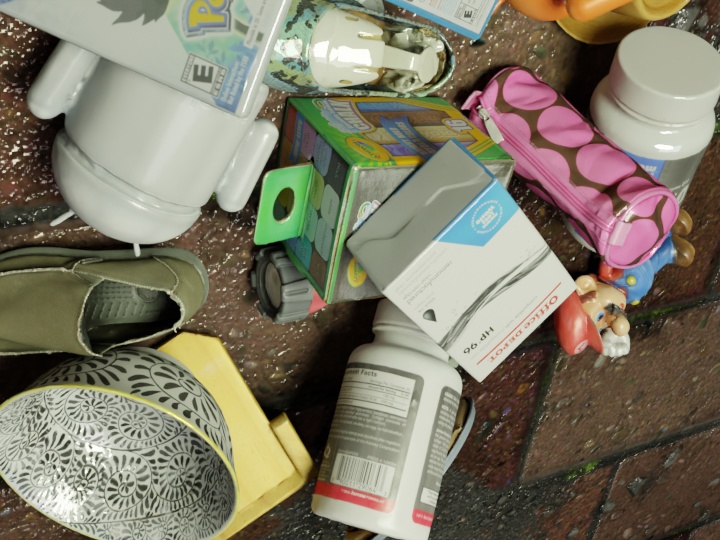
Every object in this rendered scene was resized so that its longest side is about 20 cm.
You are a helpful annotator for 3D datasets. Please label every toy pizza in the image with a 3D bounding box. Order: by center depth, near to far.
[{"bbox_3d":[0.045,0.203,0.957,0.032,0.200,0.201,40,97,-2],"label":"toy pizza"}]

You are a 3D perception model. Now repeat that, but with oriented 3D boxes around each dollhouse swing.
[{"bbox_3d":[-0.167,0.172,0.871,0.198,0.177,0.182,-33,175,-8],"label":"dollhouse swing"}]

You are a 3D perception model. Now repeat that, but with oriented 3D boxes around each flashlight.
[{"bbox_3d":[0.000,0.000,0.839,0.197,0.068,0.069,-10,132,-34],"label":"flashlight"}]

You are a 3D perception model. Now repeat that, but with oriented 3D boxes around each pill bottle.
[{"bbox_3d":[0.031,0.133,0.834,0.110,0.110,0.203,29,70,-43],"label":"pill bottle"},{"bbox_3d":[0.260,-0.116,0.855,0.112,0.114,0.202,-22,146,-18],"label":"pill bottle"}]

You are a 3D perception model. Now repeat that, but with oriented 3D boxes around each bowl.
[{"bbox_3d":[-0.181,0.125,0.730,0.197,0.095,0.203,6,131,6],"label":"bowl"}]

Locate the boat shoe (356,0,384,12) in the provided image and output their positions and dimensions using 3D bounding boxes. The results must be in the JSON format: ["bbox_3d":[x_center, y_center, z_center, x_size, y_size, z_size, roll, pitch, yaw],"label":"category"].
[{"bbox_3d":[-0.032,-0.227,0.649,0.074,0.065,0.203,-36,134,-5],"label":"boat shoe"}]

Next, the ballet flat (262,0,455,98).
[{"bbox_3d":[0.003,-0.152,0.633,0.199,0.074,0.075,-15,133,-53],"label":"ballet flat"}]

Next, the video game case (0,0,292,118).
[{"bbox_3d":[-0.114,-0.219,0.539,0.180,0.022,0.203,23,102,0],"label":"video game case"}]

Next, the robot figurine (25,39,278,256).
[{"bbox_3d":[-0.139,-0.103,0.635,0.168,0.113,0.202,26,106,-25],"label":"robot figurine"}]

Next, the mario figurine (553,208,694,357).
[{"bbox_3d":[0.299,0.025,1.014,0.199,0.106,0.124,-40,100,-12],"label":"mario figurine"}]

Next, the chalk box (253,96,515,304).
[{"bbox_3d":[0.002,-0.061,0.752,0.197,0.124,0.126,-5,125,-29],"label":"chalk box"}]

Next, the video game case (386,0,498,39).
[{"bbox_3d":[0.031,-0.251,0.597,0.197,0.018,0.145,14,115,-31],"label":"video game case"}]

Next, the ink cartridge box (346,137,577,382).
[{"bbox_3d":[0.093,0.007,0.726,0.116,0.068,0.200,-44,135,5],"label":"ink cartridge box"}]

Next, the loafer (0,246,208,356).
[{"bbox_3d":[-0.212,0.024,0.678,0.196,0.070,0.077,-10,111,-4],"label":"loafer"}]

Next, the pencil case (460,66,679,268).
[{"bbox_3d":[0.175,-0.089,0.790,0.093,0.200,0.091,6,124,-52],"label":"pencil case"}]

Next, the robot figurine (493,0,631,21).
[{"bbox_3d":[0.171,-0.262,0.678,0.198,0.146,0.116,-25,-177,32],"label":"robot figurine"}]

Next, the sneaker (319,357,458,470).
[{"bbox_3d":[0.007,0.132,0.937,0.088,0.074,0.201,35,94,-34],"label":"sneaker"}]

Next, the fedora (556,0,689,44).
[{"bbox_3d":[0.244,-0.280,0.777,0.198,0.082,0.203,-17,129,-23],"label":"fedora"}]
